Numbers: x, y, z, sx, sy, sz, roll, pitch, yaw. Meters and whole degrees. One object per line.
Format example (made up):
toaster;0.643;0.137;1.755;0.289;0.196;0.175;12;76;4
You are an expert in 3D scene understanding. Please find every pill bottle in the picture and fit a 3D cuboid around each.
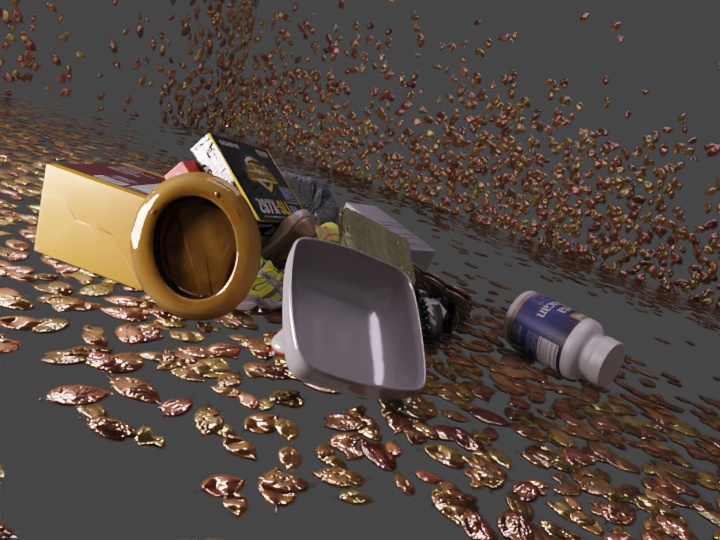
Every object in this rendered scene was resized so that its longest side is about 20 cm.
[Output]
pill bottle;0.364;0.124;1.132;0.109;0.114;0.199;3;19;-43

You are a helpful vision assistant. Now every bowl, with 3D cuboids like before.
bowl;-0.018;0.071;0.812;0.197;0.075;0.203;19;46;-28

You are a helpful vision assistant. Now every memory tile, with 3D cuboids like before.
memory tile;0.145;0.042;1.205;0.151;0.017;0.200;29;-10;16

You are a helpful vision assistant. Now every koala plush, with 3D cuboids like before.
koala plush;-0.161;-0.134;1.407;0.180;0.182;0.199;1;8;-29

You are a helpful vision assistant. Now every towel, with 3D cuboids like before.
towel;0.025;-0.036;1.080;0.146;0.037;0.201;25;23;-15

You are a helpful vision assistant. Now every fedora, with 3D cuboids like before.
fedora;-0.225;-0.033;0.893;0.196;0.205;0.082;17;1;3

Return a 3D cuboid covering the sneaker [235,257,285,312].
sneaker;-0.146;0.020;1.009;0.074;0.078;0.198;22;12;31

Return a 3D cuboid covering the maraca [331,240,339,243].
maraca;0.000;0.000;1.158;0.134;0.108;0.202;17;30;-15

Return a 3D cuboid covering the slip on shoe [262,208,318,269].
slip on shoe;-0.128;-0.027;1.067;0.075;0.200;0.061;-27;79;-44

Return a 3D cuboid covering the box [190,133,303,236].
box;-0.175;-0.135;1.045;0.162;0.049;0.199;60;17;7

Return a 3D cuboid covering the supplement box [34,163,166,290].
supplement box;-0.367;-0.080;1.016;0.193;0.136;0.200;18;14;10

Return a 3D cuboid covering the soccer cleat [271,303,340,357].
soccer cleat;-0.062;0.073;0.880;0.067;0.087;0.199;21;14;20

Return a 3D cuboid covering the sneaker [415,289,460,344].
sneaker;0.139;0.084;1.119;0.088;0.068;0.200;13;12;-3

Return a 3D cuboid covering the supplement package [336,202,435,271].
supplement package;0.044;-0.046;1.361;0.108;0.116;0.199;1;32;-47

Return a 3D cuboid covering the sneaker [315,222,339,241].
sneaker;-0.090;-0.064;1.253;0.077;0.092;0.201;-13;21;21

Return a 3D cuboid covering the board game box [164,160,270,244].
board game box;-0.215;-0.106;1.033;0.155;0.040;0.200;56;17;-2
